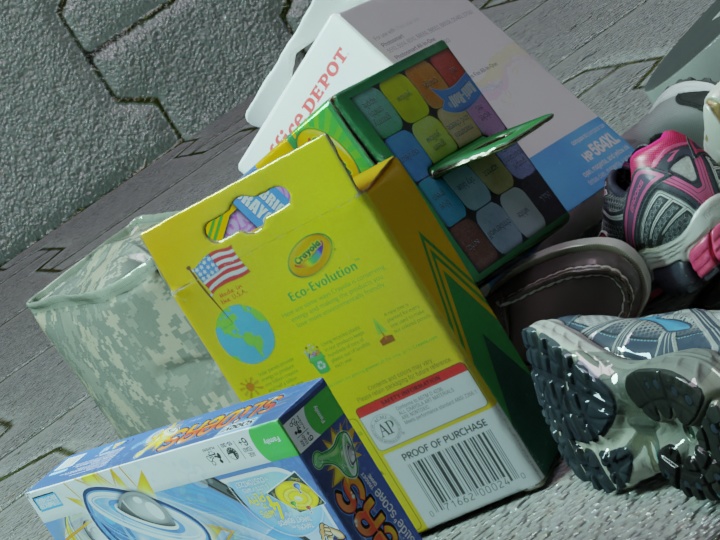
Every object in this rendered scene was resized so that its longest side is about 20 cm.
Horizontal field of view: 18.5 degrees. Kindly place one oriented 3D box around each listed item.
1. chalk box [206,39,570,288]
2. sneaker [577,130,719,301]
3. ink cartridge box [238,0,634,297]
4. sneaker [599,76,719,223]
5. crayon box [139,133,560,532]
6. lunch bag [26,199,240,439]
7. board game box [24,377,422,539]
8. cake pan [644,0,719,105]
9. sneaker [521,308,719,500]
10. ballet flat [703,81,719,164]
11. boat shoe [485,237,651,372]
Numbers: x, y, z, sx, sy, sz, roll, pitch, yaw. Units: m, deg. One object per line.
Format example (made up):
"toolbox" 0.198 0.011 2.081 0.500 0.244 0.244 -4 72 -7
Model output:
"chalk box" 0.016 -0.032 1.173 0.200 0.124 0.125 -39 -5 35
"sneaker" 0.160 -0.030 1.201 0.080 0.075 0.200 -37 1 -15
"ink cartridge box" 0.039 -0.072 1.297 0.125 0.200 0.129 -30 -19 -53
"sneaker" 0.172 -0.053 1.340 0.200 0.074 0.079 -28 20 52
"crayon box" -0.003 0.033 1.085 0.127 0.201 0.051 -25 13 30
"lunch bag" -0.099 0.050 1.364 0.117 0.164 0.200 -38 13 -21
"board game box" -0.052 0.130 0.979 0.200 0.136 0.034 -21 15 48
"cake pan" 0.268 -0.172 1.513 0.200 0.037 0.200 -46 4 5
"sneaker" 0.144 0.053 0.979 0.086 0.078 0.200 -24 15 -20
"ballet flat" 0.219 -0.084 1.177 0.071 0.071 0.200 -36 -3 -17
"boat shoe" 0.065 0.052 1.152 0.200 0.072 0.060 -32 7 26
